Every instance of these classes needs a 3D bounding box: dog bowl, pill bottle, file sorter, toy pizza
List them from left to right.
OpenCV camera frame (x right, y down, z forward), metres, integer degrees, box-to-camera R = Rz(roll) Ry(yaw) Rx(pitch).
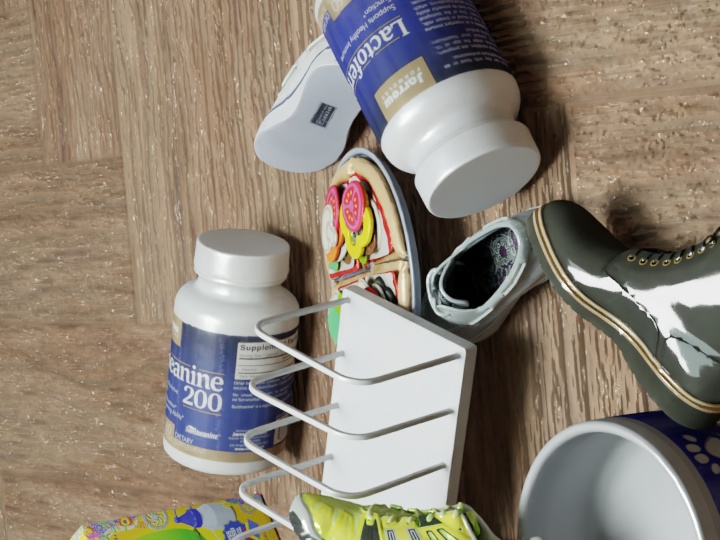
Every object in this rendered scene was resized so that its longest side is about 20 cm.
[{"bbox_3d":[-0.112,0.070,1.962,0.111,0.111,0.200,28,117,49],"label":"pill bottle"},{"bbox_3d":[-0.011,0.137,1.716,0.139,0.124,0.200,26,118,41],"label":"file sorter"},{"bbox_3d":[0.000,0.000,1.818,0.200,0.032,0.201,173,90,-71],"label":"toy pizza"},{"bbox_3d":[0.053,-0.146,1.695,0.116,0.116,0.200,-53,54,44],"label":"pill bottle"},{"bbox_3d":[0.203,0.200,1.573,0.200,0.079,0.200,13,106,53],"label":"dog bowl"}]

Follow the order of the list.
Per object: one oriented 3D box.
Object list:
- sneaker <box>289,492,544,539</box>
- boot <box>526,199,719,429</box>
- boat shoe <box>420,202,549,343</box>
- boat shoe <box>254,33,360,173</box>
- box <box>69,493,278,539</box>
[{"bbox_3d":[0.046,0.197,1.611,0.200,0.075,0.077,21,101,4],"label":"sneaker"},{"bbox_3d":[0.215,-0.009,1.538,0.200,0.077,0.138,48,129,21],"label":"boot"},{"bbox_3d":[0.088,0.005,1.706,0.201,0.071,0.070,-41,64,51],"label":"boat shoe"},{"bbox_3d":[-0.030,-0.146,1.862,0.200,0.073,0.065,-41,30,57],"label":"boat shoe"},{"bbox_3d":[-0.157,0.328,1.996,0.122,0.192,0.200,-50,56,45],"label":"box"}]
